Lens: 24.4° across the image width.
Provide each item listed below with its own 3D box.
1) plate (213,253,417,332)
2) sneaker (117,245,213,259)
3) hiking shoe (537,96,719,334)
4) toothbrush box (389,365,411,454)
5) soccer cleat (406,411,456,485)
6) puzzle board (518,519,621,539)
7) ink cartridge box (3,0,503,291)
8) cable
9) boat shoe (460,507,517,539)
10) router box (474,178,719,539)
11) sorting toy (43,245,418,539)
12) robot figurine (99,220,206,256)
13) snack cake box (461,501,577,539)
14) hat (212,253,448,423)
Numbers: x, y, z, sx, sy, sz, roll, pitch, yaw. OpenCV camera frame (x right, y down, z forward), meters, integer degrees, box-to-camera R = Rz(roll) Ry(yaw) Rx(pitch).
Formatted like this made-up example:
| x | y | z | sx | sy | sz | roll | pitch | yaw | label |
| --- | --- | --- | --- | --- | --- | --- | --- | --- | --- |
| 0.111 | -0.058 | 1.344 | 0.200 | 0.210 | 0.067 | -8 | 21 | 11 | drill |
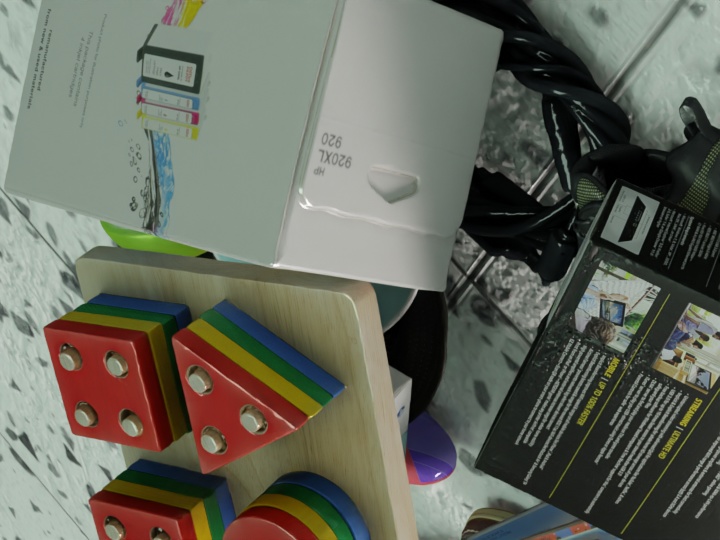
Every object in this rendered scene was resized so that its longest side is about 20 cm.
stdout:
| x | y | z | sx | sy | sz | roll | pitch | yaw | label |
| --- | --- | --- | --- | --- | --- | --- | --- | --- | --- |
| -0.030 | -0.052 | 1.000 | 0.200 | 0.026 | 0.200 | 21 | 122 | 37 | plate |
| -0.121 | 0.024 | 1.272 | 0.091 | 0.076 | 0.200 | 64 | 177 | -39 | sneaker |
| 0.144 | -0.019 | 0.867 | 0.101 | 0.076 | 0.200 | 48 | 141 | 0 | hiking shoe |
| -0.053 | 0.116 | 1.059 | 0.146 | 0.085 | 0.200 | 29 | 147 | 21 | toothbrush box |
| -0.010 | 0.082 | 1.206 | 0.200 | 0.067 | 0.077 | 37 | 142 | 31 | soccer cleat |
| 0.198 | 0.192 | 0.949 | 0.200 | 0.017 | 0.151 | -22 | 107 | 19 | puzzle board |
| -0.055 | -0.083 | 0.868 | 0.200 | 0.147 | 0.145 | 16 | 95 | 36 | ink cartridge box |
| 0.064 | -0.088 | 0.930 | 0.200 | 0.051 | 0.163 | 47 | 150 | 12 | cable |
| 0.137 | 0.242 | 1.153 | 0.200 | 0.072 | 0.072 | 37 | 147 | 26 | boat shoe |
| 0.156 | 0.063 | 0.833 | 0.149 | 0.051 | 0.200 | 26 | 140 | 5 | router box |
| -0.077 | 0.099 | 0.928 | 0.199 | 0.070 | 0.200 | 7 | 118 | 34 | sorting toy |
| -0.145 | -0.093 | 1.153 | 0.175 | 0.116 | 0.200 | 24 | 140 | 51 | robot figurine |
| 0.083 | 0.197 | 1.046 | 0.067 | 0.200 | 0.115 | 64 | 152 | 11 | snack cake box |
| 0.000 | 0.000 | 1.072 | 0.200 | 0.081 | 0.201 | 21 | 123 | 37 | hat |
